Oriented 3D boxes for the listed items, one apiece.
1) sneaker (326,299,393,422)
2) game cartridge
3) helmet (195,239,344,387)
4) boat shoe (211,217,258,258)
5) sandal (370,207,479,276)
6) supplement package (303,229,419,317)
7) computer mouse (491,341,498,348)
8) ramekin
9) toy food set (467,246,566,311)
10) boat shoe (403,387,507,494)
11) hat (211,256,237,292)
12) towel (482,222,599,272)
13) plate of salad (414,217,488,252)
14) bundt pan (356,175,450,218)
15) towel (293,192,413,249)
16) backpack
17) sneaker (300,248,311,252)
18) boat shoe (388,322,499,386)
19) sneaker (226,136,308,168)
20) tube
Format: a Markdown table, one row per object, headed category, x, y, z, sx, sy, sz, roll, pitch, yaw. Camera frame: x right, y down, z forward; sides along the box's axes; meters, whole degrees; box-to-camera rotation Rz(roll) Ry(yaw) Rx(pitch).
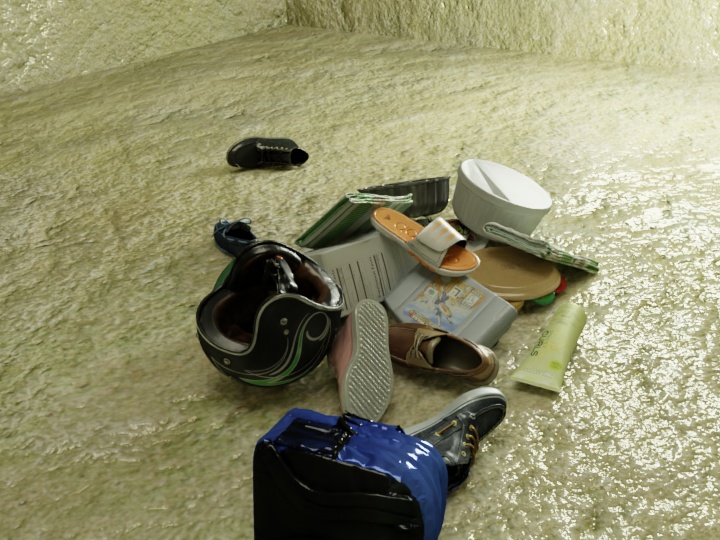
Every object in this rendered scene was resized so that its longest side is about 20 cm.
| category | x | y | z | sx | sy | sz | roll | pitch | yaw |
| --- | --- | --- | --- | --- | --- | --- | --- | --- | --- |
| sneaker | -0.005 | 0.151 | 1.248 | 0.074 | 0.105 | 0.203 | 17 | 52 | -18 |
| game cartridge | 0.135 | 0.064 | 1.365 | 0.133 | 0.042 | 0.199 | -41 | 51 | -19 |
| helmet | -0.136 | 0.076 | 1.260 | 0.199 | 0.191 | 0.201 | 33 | 20 | -14 |
| boat shoe | -0.235 | -0.069 | 1.704 | 0.083 | 0.070 | 0.199 | -18 | 30 | -31 |
| sandal | 0.102 | -0.061 | 1.397 | 0.205 | 0.060 | 0.079 | 31 | 45 | 20 |
| supplement package | 0.000 | 0.000 | 1.465 | 0.198 | 0.111 | 0.113 | -19 | 8 | -31 |
| computer mouse | 0.155 | 0.065 | 1.401 | 0.058 | 0.034 | 0.200 | -35 | 50 | -8 |
| ramekin | 0.274 | -0.135 | 1.721 | 0.199 | 0.095 | 0.203 | 18 | 28 | -10 |
| toy food set | 0.262 | 0.014 | 1.523 | 0.195 | 0.049 | 0.200 | -10 | 26 | -16 |
| boat shoe | 0.126 | 0.223 | 1.087 | 0.198 | 0.072 | 0.091 | -23 | 33 | -24 |
| hat | -0.148 | 0.069 | 1.477 | 0.163 | 0.176 | 0.202 | 12 | 67 | 24 |
| towel | 0.333 | -0.045 | 1.566 | 0.198 | 0.031 | 0.148 | 11 | 13 | -45 |
| plate of salad | 0.158 | -0.075 | 1.716 | 0.196 | 0.049 | 0.201 | -2 | 25 | 1 |
| bundt pan | 0.094 | -0.147 | 1.793 | 0.198 | 0.077 | 0.202 | -7 | 6 | 1 |
| towel | -0.009 | -0.086 | 1.492 | 0.199 | 0.152 | 0.024 | -8 | 63 | -54 |
| backpack | -0.001 | 0.240 | 0.946 | 0.197 | 0.165 | 0.168 | 9 | 24 | 23 |
| sneaker | -0.067 | -0.039 | 1.637 | 0.080 | 0.076 | 0.199 | 5 | 25 | 35 |
| boat shoe | 0.106 | 0.115 | 1.269 | 0.197 | 0.077 | 0.072 | 9 | -13 | 24 |
| sneaker | -0.233 | -0.295 | 2.162 | 0.198 | 0.076 | 0.106 | -16 | 26 | -28 |
| tube | 0.297 | 0.119 | 1.309 | 0.058 | 0.052 | 0.200 | -34 | 7 | 41 |
